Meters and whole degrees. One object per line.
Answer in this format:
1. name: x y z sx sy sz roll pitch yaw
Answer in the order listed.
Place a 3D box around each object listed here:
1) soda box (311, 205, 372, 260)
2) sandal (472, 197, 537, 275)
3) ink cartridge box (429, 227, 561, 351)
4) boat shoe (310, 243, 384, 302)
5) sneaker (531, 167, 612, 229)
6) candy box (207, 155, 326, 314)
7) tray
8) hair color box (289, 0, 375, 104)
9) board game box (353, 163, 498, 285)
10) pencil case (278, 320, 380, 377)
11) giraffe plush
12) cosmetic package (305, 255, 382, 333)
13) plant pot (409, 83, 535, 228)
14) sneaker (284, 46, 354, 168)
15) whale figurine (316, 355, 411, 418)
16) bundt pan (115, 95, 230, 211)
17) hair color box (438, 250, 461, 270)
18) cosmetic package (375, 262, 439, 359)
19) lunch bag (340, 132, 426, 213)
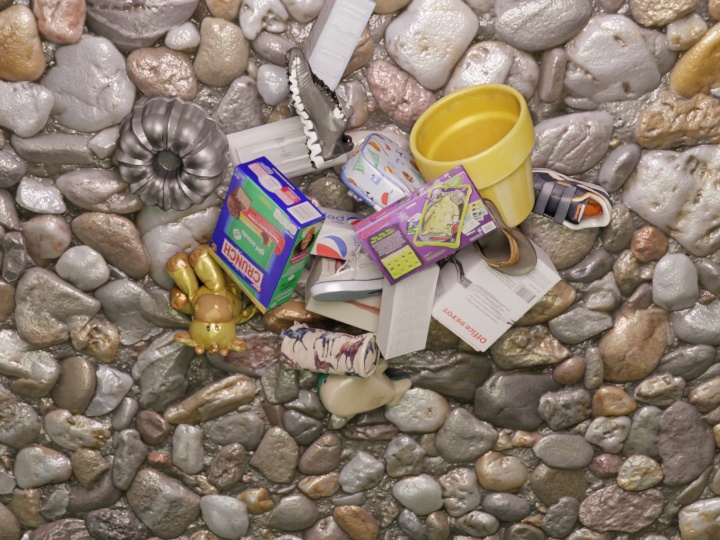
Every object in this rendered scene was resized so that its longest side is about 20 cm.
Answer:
1. soda box: -0.051 -0.067 1.750 0.196 0.069 0.064 10 121 -8
2. sandal: 0.226 -0.044 1.599 0.081 0.055 0.200 -27 136 16
3. ink cartridge box: 0.229 0.024 1.734 0.144 0.084 0.200 36 110 -25
4. boat shoe: 0.002 -0.002 1.701 0.198 0.088 0.075 -9 164 -19
5. sneaker: 0.349 -0.125 1.721 0.196 0.080 0.080 9 122 -5
6. candy box: -0.165 -0.060 1.678 0.169 0.076 0.202 44 132 22
7. tray: -0.129 -0.205 1.690 0.196 0.022 0.109 -14 120 7
8. hair color box: -0.047 -0.356 1.545 0.060 0.100 0.202 21 119 -16
9. board game box: 0.102 -0.069 1.535 0.198 0.033 0.120 -28 125 16
10. pencil case: -0.055 0.146 1.821 0.197 0.077 0.091 4 87 30
11. giraffe plush: -0.270 0.074 1.772 0.170 0.163 0.202 -15 121 7
12. cosmetic package: 0.004 0.044 1.799 0.197 0.104 0.088 18 118 -14
13. plant pot: 0.203 -0.173 1.625 0.198 0.203 0.190 -20 130 11
14. sneaker: -0.058 -0.256 1.504 0.089 0.067 0.202 -14 125 3
15. whale figurine: 0.003 0.216 1.922 0.197 0.104 0.160 9 125 -37
16. bundt pan: -0.322 -0.186 1.658 0.198 0.076 0.205 1 121 1
17. hair color box: 0.192 -0.013 1.793 0.097 0.061 0.203 -5 122 0
18. cosmetic package: 0.078 0.061 1.692 0.081 0.051 0.202 -14 137 -21
19. lunch bag: 0.051 -0.145 1.619 0.160 0.200 0.076 39 113 -5
